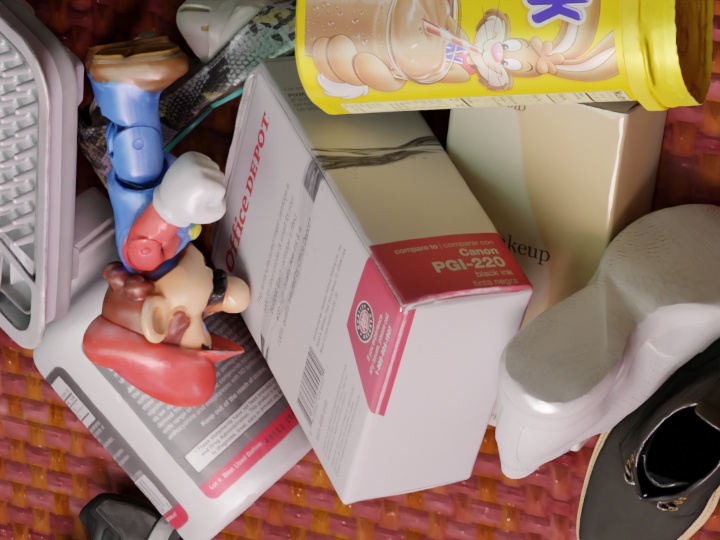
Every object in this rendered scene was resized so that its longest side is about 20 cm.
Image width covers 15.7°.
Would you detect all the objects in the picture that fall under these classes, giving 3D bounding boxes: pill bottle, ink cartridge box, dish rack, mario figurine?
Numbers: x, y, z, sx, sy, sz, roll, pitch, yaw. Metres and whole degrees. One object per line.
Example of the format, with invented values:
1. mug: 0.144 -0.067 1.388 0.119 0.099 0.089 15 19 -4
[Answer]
1. pill bottle: -0.121 0.053 1.527 0.200 0.111 0.111 49 124 0
2. ink cartridge box: 0.000 0.000 1.389 0.200 0.084 0.146 58 144 39
3. dish rack: -0.201 -0.076 1.436 0.172 0.043 0.201 43 141 38
4. mario figurine: -0.095 -0.025 1.410 0.105 0.123 0.202 1 104 25

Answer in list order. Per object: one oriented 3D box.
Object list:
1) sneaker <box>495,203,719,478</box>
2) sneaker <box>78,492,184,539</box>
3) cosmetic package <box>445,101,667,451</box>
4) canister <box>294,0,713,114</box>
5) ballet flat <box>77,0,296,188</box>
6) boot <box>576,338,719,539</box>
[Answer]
1. sneaker: 0.139 0.038 1.352 0.075 0.199 0.089 42 145 27
2. sneaker: -0.159 0.224 1.650 0.090 0.066 0.201 25 116 19
3. cosmetic package: 0.097 -0.016 1.408 0.104 0.071 0.201 15 117 22
4. canister: 0.072 -0.153 1.314 0.198 0.087 0.150 -2 77 20
5. ballet flat: -0.092 -0.114 1.464 0.200 0.072 0.072 -32 94 34
6. boot: 0.155 0.109 1.392 0.077 0.138 0.201 35 123 10
